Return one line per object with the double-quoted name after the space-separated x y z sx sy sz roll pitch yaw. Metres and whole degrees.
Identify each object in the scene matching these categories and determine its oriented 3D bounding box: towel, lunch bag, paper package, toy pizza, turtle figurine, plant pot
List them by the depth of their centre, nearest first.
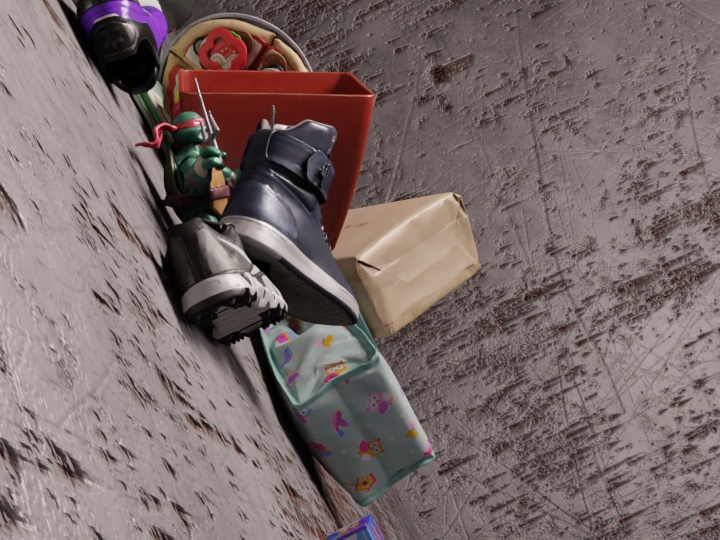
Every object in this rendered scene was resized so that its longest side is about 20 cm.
-0.125 -0.071 1.208 0.150 0.101 0.200 -28 108 -64 "turtle figurine"
-0.026 0.120 1.433 0.170 0.122 0.200 62 -7 -34 "lunch bag"
-0.098 -0.119 1.491 0.200 0.200 0.176 -118 -151 -74 "plant pot"
-0.244 -0.217 1.502 0.153 0.023 0.200 63 0 -31 "towel"
0.000 0.000 1.549 0.200 0.191 0.104 -7 -70 45 "paper package"
-0.149 -0.202 1.608 0.200 0.200 0.032 64 20 -14 "toy pizza"

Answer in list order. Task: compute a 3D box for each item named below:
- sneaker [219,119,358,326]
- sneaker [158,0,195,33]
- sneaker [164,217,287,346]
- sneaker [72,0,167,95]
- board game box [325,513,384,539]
-0.044 -0.045 1.185 0.202 0.077 0.146 49 48 -53 "sneaker"
-0.277 -0.342 1.529 0.086 0.080 0.200 37 -8 40 "sneaker"
-0.107 0.003 1.068 0.200 0.066 0.091 55 11 -78 "sneaker"
-0.218 -0.209 1.278 0.200 0.069 0.100 11 59 -86 "sneaker"
0.031 0.313 1.171 0.200 0.045 0.134 64 -1 7 "board game box"
